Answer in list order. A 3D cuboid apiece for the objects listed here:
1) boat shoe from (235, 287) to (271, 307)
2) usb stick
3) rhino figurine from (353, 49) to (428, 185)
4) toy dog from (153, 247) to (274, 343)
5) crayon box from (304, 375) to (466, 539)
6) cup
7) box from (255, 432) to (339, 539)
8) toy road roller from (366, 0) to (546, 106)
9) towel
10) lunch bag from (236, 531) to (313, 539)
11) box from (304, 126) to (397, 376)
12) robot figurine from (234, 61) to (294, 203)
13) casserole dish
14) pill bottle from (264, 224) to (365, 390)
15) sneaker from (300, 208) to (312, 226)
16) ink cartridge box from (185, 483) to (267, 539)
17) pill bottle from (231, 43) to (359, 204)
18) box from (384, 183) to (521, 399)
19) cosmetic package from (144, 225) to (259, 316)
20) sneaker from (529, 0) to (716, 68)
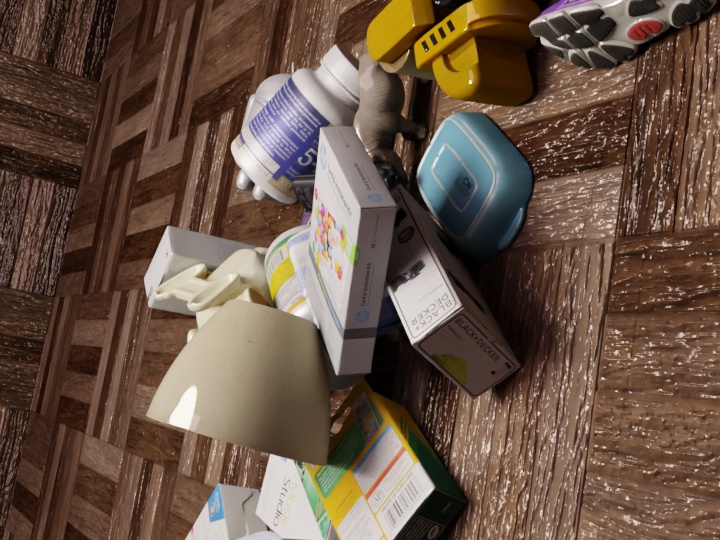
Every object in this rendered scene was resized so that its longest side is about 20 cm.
[{"bbox_3d":[-0.119,0.110,1.213,0.069,0.201,0.074,-22,35,4],"label":"boat shoe"},{"bbox_3d":[-0.014,-0.094,1.157,0.033,0.056,0.199,-43,26,-27],"label":"usb stick"},{"bbox_3d":[0.032,-0.180,1.174,0.060,0.087,0.202,-22,61,58],"label":"rhino figurine"},{"bbox_3d":[-0.160,0.084,1.314,0.139,0.194,0.201,4,123,44],"label":"toy dog"},{"bbox_3d":[0.019,0.221,1.027,0.126,0.051,0.200,-54,33,11],"label":"crayon box"},{"bbox_3d":[-0.114,0.114,1.044,0.200,0.199,0.144,-1,72,61],"label":"cup"},{"bbox_3d":[-0.064,0.268,1.200,0.200,0.036,0.146,14,90,60],"label":"box"},{"bbox_3d":[0.107,-0.233,1.033,0.200,0.122,0.147,-27,66,54],"label":"toy road roller"},{"bbox_3d":[0.000,0.000,1.122,0.201,0.146,0.024,-113,1,-46],"label":"towel"},{"bbox_3d":[-0.074,0.368,1.000,0.128,0.199,0.170,-63,30,23],"label":"lunch bag"},{"bbox_3d":[-0.015,-0.020,0.983,0.156,0.041,0.201,-114,27,-50],"label":"box"},{"bbox_3d":[-0.115,-0.202,1.427,0.169,0.113,0.201,32,108,32],"label":"robot figurine"},{"bbox_3d":[0.114,-0.096,1.039,0.122,0.039,0.200,-62,32,25],"label":"casserole dish"},{"bbox_3d":[-0.049,0.046,1.193,0.113,0.112,0.201,-58,32,30],"label":"pill bottle"},{"bbox_3d":[-0.034,-0.116,1.287,0.201,0.075,0.088,-61,25,26],"label":"sneaker"},{"bbox_3d":[-0.200,0.410,1.352,0.201,0.067,0.117,-59,32,29],"label":"ink cartridge box"},{"bbox_3d":[-0.068,-0.199,1.301,0.200,0.119,0.120,-45,37,15],"label":"pill bottle"},{"bbox_3d":[0.074,0.018,0.964,0.060,0.117,0.201,-37,41,12],"label":"box"},{"bbox_3d":[-0.197,0.013,1.387,0.102,0.199,0.074,-59,32,27],"label":"cosmetic package"},{"bbox_3d":[0.239,-0.244,0.861,0.199,0.080,0.084,-14,49,51],"label":"sneaker"}]
